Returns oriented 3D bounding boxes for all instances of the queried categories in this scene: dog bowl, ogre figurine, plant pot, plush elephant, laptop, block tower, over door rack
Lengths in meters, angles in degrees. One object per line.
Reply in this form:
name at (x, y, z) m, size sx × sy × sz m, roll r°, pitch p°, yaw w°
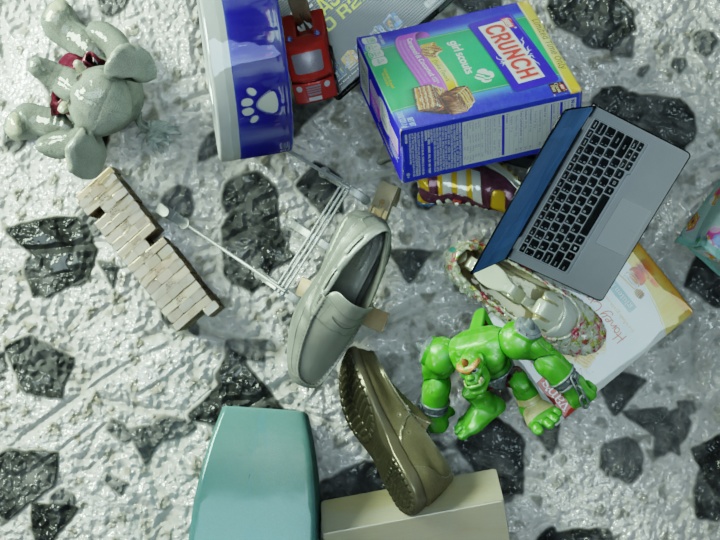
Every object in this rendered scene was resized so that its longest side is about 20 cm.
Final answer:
dog bowl at (-0.122, -0.218, 1.529) m, size 0.078 × 0.200 × 0.203 m, roll -8°, pitch 89°, yaw -6°
ogre figurine at (0.139, 0.112, 1.573) m, size 0.098 × 0.199 × 0.121 m, roll -46°, pitch 120°, yaw -35°
plant pot at (-0.108, 0.250, 1.588) m, size 0.139 × 0.141 × 0.203 m, roll 4°, pitch 82°, yaw 2°
plush elephant at (-0.295, -0.190, 1.584) m, size 0.198 × 0.155 × 0.166 m, roll 27°, pitch 90°, yaw 2°
laptop at (0.227, -0.060, 1.496) m, size 0.198 × 0.116 × 0.188 m, roll 23°, pitch 109°, yaw -18°
block tower at (-0.235, -0.020, 1.632) m, size 0.058 × 0.054 × 0.200 m, roll -40°, pitch 88°, yaw 1°
over door rack at (-0.104, -0.071, 1.629) m, size 0.199 × 0.067 × 0.149 m, roll 33°, pitch 89°, yaw 15°

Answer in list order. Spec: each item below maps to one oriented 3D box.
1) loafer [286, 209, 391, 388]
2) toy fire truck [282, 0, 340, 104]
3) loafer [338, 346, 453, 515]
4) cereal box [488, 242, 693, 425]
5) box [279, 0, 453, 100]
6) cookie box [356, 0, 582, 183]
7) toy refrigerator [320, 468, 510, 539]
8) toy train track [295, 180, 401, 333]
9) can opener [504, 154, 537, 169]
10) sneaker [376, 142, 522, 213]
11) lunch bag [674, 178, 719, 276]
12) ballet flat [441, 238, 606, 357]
loafer at (-0.022, 0.034, 1.564) m, size 0.069 × 0.070 × 0.202 m, roll 16°, pitch 98°, yaw -29°
toy fire truck at (-0.063, -0.272, 1.543) m, size 0.048 × 0.201 × 0.142 m, roll -13°, pitch 117°, yaw 3°
loafer at (0.037, 0.170, 1.600) m, size 0.067 × 0.076 × 0.202 m, roll -12°, pitch 64°, yaw -28°
cereal box at (0.246, 0.054, 1.624) m, size 0.200 × 0.040 × 0.144 m, roll -40°, pitch 87°, yaw 1°
box at (-0.003, -0.315, 1.634) m, size 0.200 × 0.044 × 0.161 m, roll -40°, pitch 89°, yaw 1°
cookie box at (0.113, -0.192, 1.556) m, size 0.198 × 0.076 × 0.172 m, roll -13°, pitch 46°, yaw -9°
toy refrigerator at (0.060, 0.280, 1.605) m, size 0.197 × 0.070 × 0.077 m, roll -11°, pitch 115°, yaw 2°
toy train track at (0.000, 0.000, 1.628) m, size 0.114 × 0.032 × 0.202 m, roll 22°, pitch 90°, yaw 23°
can opener at (0.238, -0.130, 1.629) m, size 0.197 × 0.053 × 0.067 m, roll 12°, pitch 55°, yaw 0°
sneaker at (0.111, -0.092, 1.616) m, size 0.199 × 0.075 × 0.090 m, roll 39°, pitch 89°, yaw 11°
lunch bag at (0.471, -0.035, 1.581) m, size 0.199 × 0.122 × 0.171 m, roll 37°, pitch 88°, yaw -6°
ballet flat at (0.174, 0.032, 1.578) m, size 0.199 × 0.064 × 0.076 m, roll 29°, pitch 88°, yaw 6°
